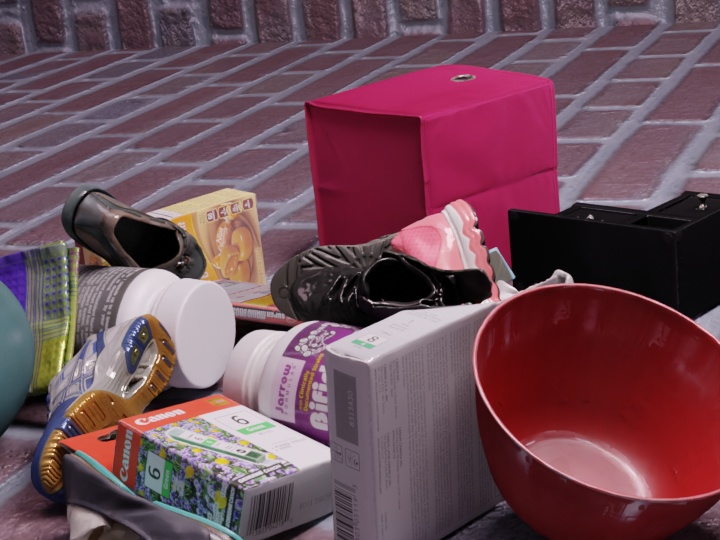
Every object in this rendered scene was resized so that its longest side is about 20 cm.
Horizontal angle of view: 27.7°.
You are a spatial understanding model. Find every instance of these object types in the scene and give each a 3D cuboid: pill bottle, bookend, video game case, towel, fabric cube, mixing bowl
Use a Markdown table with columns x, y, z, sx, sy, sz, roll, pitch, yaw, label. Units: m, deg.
| x | y | z | sx | sy | sz | roll | pitch | yaw | label |
| --- | --- | --- | --- | --- | --- | --- | --- | --- | --- |
| -0.009 | 0.100 | 1.133 | 0.198 | 0.114 | 0.112 | 7 | 22 | 37 | pill bottle |
| 0.287 | -0.031 | 1.469 | 0.197 | 0.093 | 0.199 | 11 | 23 | 44 | bookend |
| -0.075 | 0.034 | 1.433 | 0.197 | 0.018 | 0.143 | 7 | 7 | 18 | video game case |
| -0.345 | 0.055 | 1.336 | 0.197 | 0.146 | 0.023 | -9 | -21 | 25 | towel |
| 0.080 | -0.103 | 1.590 | 0.198 | 0.203 | 0.195 | -19 | 22 | -36 | fabric cube |
| 0.159 | 0.114 | 0.981 | 0.197 | 0.109 | 0.201 | 8 | 40 | -7 | mixing bowl |
| -0.224 | 0.054 | 1.353 | 0.198 | 0.116 | 0.114 | 3 | 20 | 28 | pill bottle |

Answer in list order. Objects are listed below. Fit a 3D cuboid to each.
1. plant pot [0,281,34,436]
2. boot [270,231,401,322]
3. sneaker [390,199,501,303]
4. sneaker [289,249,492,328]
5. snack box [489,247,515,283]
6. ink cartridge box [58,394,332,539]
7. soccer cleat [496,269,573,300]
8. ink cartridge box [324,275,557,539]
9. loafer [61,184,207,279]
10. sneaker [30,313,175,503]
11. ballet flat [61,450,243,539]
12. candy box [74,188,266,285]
| x | y | z | sx | sy | sz | roll | pitch | yaw | label |
| --- | --- | --- | --- | --- | --- | --- | --- | --- | --- |
| -0.366 | 0.076 | 1.217 | 0.198 | 0.204 | 0.161 | -1 | 10 | 17 | plant pot |
| -0.001 | 0.002 | 1.370 | 0.179 | 0.074 | 0.200 | -11 | 4 | -6 | boot |
| 0.080 | 0.044 | 1.215 | 0.086 | 0.202 | 0.074 | -17 | -23 | 2 | sneaker |
| 0.018 | 0.017 | 1.148 | 0.198 | 0.104 | 0.061 | 16 | 67 | 28 | sneaker |
| 0.042 | 0.048 | 1.312 | 0.199 | 0.037 | 0.116 | -27 | -8 | -47 | snack box |
| -0.122 | 0.134 | 1.090 | 0.198 | 0.051 | 0.108 | 22 | 20 | 36 | ink cartridge box |
| 0.109 | 0.055 | 1.274 | 0.198 | 0.086 | 0.068 | -14 | 19 | -22 | soccer cleat |
| 0.061 | 0.100 | 1.024 | 0.050 | 0.163 | 0.199 | 16 | 28 | 41 | ink cartridge box |
| -0.202 | -0.020 | 1.388 | 0.062 | 0.073 | 0.200 | 21 | -6 | 33 | loafer |
| -0.225 | 0.120 | 1.204 | 0.087 | 0.076 | 0.201 | -13 | 28 | 30 | sneaker |
| -0.160 | 0.183 | 1.007 | 0.198 | 0.074 | 0.073 | 18 | 29 | 41 | ballet flat |
| -0.193 | -0.004 | 1.519 | 0.199 | 0.117 | 0.055 | -21 | 22 | -39 | candy box |
